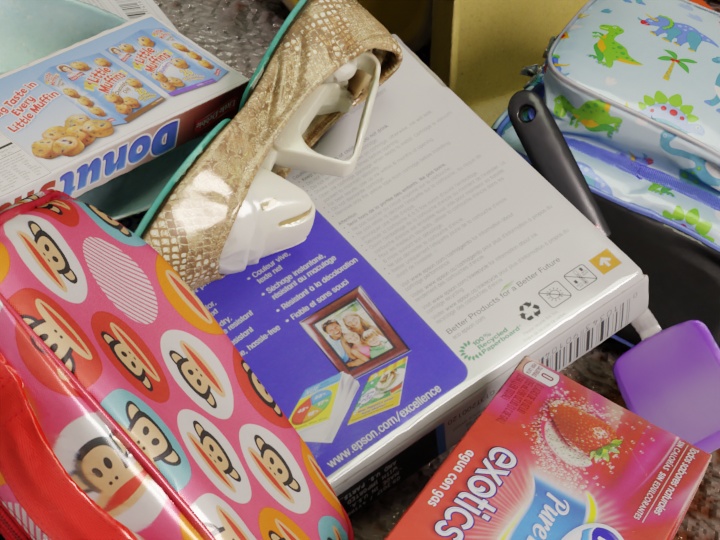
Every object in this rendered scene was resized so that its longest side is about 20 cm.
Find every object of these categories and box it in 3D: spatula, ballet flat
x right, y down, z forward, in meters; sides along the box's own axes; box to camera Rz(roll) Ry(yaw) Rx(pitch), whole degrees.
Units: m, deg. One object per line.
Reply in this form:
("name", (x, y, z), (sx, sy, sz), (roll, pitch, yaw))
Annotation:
("spatula", (0.126, 0.000, 0.924), (0.201, 0.056, 0.021), (62, 16, -1))
("ballet flat", (-0.039, -0.053, 0.878), (0.065, 0.071, 0.201), (27, 64, 9))

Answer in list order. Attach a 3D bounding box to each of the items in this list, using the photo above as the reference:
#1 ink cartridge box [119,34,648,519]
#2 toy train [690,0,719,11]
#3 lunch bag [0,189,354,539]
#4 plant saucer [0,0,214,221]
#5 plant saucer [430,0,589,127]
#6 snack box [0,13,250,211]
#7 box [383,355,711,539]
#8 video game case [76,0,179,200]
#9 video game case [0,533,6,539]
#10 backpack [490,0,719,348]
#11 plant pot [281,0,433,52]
("ink cartridge box", (0.000, 0.000, 0.897), (0.197, 0.044, 0.200), (-33, 57, -16))
("toy train", (0.250, -0.184, 1.295), (0.199, 0.056, 0.150), (-21, 51, -36))
("lunch bag", (-0.090, 0.068, 0.706), (0.201, 0.082, 0.176), (51, 12, -4))
("plant saucer", (-0.172, -0.070, 0.911), (0.199, 0.039, 0.202), (10, 38, -8))
("plant saucer", (0.108, -0.173, 1.114), (0.199, 0.202, 0.048), (-20, 32, -40))
("snack box", (-0.142, -0.066, 0.864), (0.072, 0.024, 0.199), (34, 41, 24))
("box", (0.056, 0.137, 0.753), (0.095, 0.100, 0.200), (28, 37, 13))
("video game case", (-0.166, -0.085, 1.001), (0.180, 0.046, 0.200), (-12, 45, -32))
("video game case", (-0.131, 0.107, 0.671), (0.023, 0.200, 0.183), (-40, 51, 2))
("backpack", (0.166, -0.063, 1.022), (0.182, 0.148, 0.200), (24, 34, 7))
("plant pot", (0.038, -0.238, 1.175), (0.199, 0.202, 0.189), (26, 52, 13))
